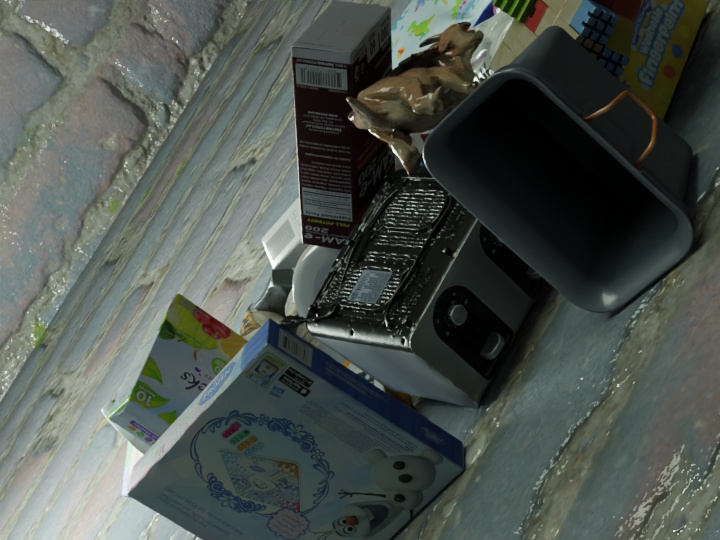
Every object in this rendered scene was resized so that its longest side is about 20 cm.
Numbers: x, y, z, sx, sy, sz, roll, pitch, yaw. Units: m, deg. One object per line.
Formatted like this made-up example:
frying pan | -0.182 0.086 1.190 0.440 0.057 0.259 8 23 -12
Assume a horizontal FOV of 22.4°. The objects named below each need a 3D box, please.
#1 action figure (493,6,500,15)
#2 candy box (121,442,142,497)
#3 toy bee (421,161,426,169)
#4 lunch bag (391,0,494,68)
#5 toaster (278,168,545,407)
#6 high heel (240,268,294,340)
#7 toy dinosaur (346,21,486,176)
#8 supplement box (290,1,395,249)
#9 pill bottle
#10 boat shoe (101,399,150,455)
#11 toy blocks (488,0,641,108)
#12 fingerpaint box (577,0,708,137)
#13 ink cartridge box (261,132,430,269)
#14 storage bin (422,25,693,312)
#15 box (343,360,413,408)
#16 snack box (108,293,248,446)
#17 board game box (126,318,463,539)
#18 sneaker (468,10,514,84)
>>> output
action figure | 0.156 -0.246 1.790 0.200 0.134 0.149 111 166 -54
candy box | -0.196 0.173 2.009 0.200 0.077 0.169 164 113 -65
toy bee | 0.099 -0.058 1.709 0.131 0.200 0.109 -14 63 15
lunch bag | 0.102 -0.249 2.000 0.170 0.127 0.200 -52 7 11
toaster | 0.059 0.011 1.570 0.200 0.119 0.181 5 60 55
high heel | -0.116 0.108 2.072 0.143 0.071 0.200 116 169 -55
toy dinosaur | 0.043 -0.148 1.575 0.136 0.200 0.086 34 128 41
supplement box | -0.013 -0.131 1.651 0.109 0.061 0.200 -56 -30 -52
pill bottle | 0.000 0.000 1.791 0.113 0.113 0.200 -52 2 12
boat shoe | -0.168 0.174 1.868 0.091 0.200 0.071 -52 -18 -7
toy blocks | 0.181 -0.203 1.498 0.200 0.100 0.137 -61 24 17
fingerpaint box | 0.205 -0.151 1.602 0.167 0.073 0.200 -32 28 56
ink cartridge box | 0.016 -0.076 1.926 0.200 0.176 0.045 -46 61 44
storage bin | 0.171 -0.096 1.399 0.146 0.200 0.134 -43 11 37
box | -0.005 0.150 1.676 0.119 0.041 0.200 -52 19 11
snack box | -0.132 0.136 1.773 0.053 0.200 0.142 -38 24 45
board game box | -0.054 0.163 1.494 0.199 0.200 0.043 -47 20 26
sneaker | 0.120 -0.190 1.658 0.200 0.075 0.100 -45 17 38
